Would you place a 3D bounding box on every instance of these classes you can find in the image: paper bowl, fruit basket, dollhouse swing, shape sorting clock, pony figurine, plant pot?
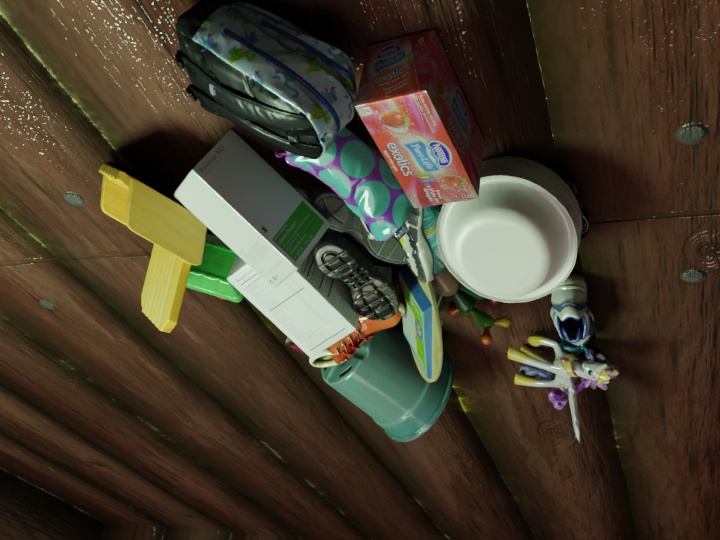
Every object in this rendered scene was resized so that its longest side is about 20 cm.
[{"bbox_3d":[0.202,-0.045,1.120,0.196,0.105,0.204,11,125,16],"label":"paper bowl"},{"bbox_3d":[-0.251,0.002,1.443,0.181,0.096,0.200,16,171,7],"label":"fruit basket"},{"bbox_3d":[-0.341,-0.035,1.231,0.180,0.178,0.199,31,177,-31],"label":"dollhouse swing"},{"bbox_3d":[0.104,0.083,1.346,0.038,0.203,0.201,-11,151,-9],"label":"shape sorting clock"},{"bbox_3d":[0.385,0.201,1.510,0.196,0.168,0.194,14,150,28],"label":"pony figurine"},{"bbox_3d":[0.041,0.191,1.542,0.194,0.204,0.199,33,143,-27],"label":"plant pot"}]

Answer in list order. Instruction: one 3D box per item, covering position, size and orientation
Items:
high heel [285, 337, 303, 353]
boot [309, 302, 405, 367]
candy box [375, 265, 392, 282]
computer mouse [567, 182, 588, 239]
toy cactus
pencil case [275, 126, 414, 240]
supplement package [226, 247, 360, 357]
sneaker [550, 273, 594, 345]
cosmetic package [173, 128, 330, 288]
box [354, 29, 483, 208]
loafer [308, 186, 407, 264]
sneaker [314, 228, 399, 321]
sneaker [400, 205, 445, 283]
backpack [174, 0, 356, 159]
[{"bbox_3d":[-0.107,0.117,1.579,0.094,0.069,0.201,-2,152,0],"label":"high heel"},{"bbox_3d":[-0.008,0.110,1.397,0.197,0.109,0.075,-19,137,35],"label":"boot"},{"bbox_3d":[-0.043,0.034,1.441,0.195,0.056,0.116,7,149,6],"label":"candy box"},{"bbox_3d":[0.229,-0.076,1.188,0.196,0.045,0.110,-5,147,25],"label":"computer mouse"},{"bbox_3d":[0.162,0.051,1.386,0.198,0.104,0.165,-10,135,45],"label":"toy cactus"},{"bbox_3d":[-0.012,-0.127,1.097,0.199,0.093,0.085,41,-175,-14],"label":"pencil case"},{"bbox_3d":[-0.100,0.020,1.318,0.113,0.111,0.200,-32,115,30],"label":"supplement package"},{"bbox_3d":[0.356,0.091,1.379,0.074,0.090,0.201,-5,147,21],"label":"sneaker"},{"bbox_3d":[-0.156,-0.087,1.170,0.200,0.108,0.084,43,141,-11],"label":"cosmetic package"},{"bbox_3d":[0.080,-0.182,1.007,0.093,0.104,0.201,-6,144,25],"label":"box"},{"bbox_3d":[0.005,-0.078,1.256,0.198,0.063,0.073,27,104,-28],"label":"loafer"},{"bbox_3d":[0.000,0.000,1.290,0.074,0.080,0.201,-28,127,17],"label":"sneaker"},{"bbox_3d":[0.096,-0.074,1.217,0.077,0.079,0.202,43,158,42],"label":"sneaker"},{"bbox_3d":[-0.101,-0.219,0.955,0.200,0.153,0.164,43,162,22],"label":"backpack"}]
